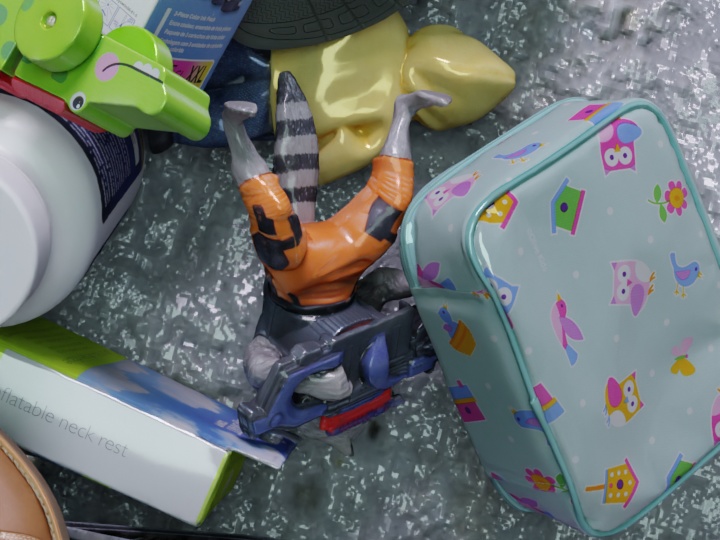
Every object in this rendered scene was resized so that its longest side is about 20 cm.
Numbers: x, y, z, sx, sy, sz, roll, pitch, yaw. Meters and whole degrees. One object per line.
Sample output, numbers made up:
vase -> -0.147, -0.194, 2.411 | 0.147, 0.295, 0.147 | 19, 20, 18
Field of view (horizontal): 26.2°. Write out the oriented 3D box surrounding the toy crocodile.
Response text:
toy crocodile -> -0.148, -0.101, 0.680 | 0.200, 0.067, 0.062 | 29, 91, 26

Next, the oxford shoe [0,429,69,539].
oxford shoe -> -0.163, 0.131, 0.641 | 0.071, 0.071, 0.200 | -44, 58, 19

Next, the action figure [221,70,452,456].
action figure -> 0.000, 0.000, 0.802 | 0.199, 0.104, 0.194 | -13, 116, -39

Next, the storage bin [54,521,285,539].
storage bin -> -0.048, 0.177, 0.723 | 0.135, 0.200, 0.094 | 5, 83, 30

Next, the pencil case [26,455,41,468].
pencil case -> -0.251, 0.097, 0.759 | 0.199, 0.078, 0.090 | 22, 76, 17

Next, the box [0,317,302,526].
box -> -0.133, 0.069, 0.784 | 0.199, 0.122, 0.048 | 25, 92, 2

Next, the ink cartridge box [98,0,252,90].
ink cartridge box -> -0.099, -0.193, 0.731 | 0.136, 0.076, 0.200 | 41, 114, 20

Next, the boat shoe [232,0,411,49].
boat shoe -> 0.012, -0.184, 0.782 | 0.202, 0.074, 0.065 | -34, 53, 8

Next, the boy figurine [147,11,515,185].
boy figurine -> -0.018, -0.109, 0.837 | 0.199, 0.064, 0.125 | -5, 88, -3

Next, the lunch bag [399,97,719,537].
lunch bag -> 0.117, 0.022, 0.780 | 0.160, 0.077, 0.201 | -36, 113, -29

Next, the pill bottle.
pill bottle -> -0.173, -0.038, 0.746 | 0.110, 0.200, 0.112 | 0, 107, 2
